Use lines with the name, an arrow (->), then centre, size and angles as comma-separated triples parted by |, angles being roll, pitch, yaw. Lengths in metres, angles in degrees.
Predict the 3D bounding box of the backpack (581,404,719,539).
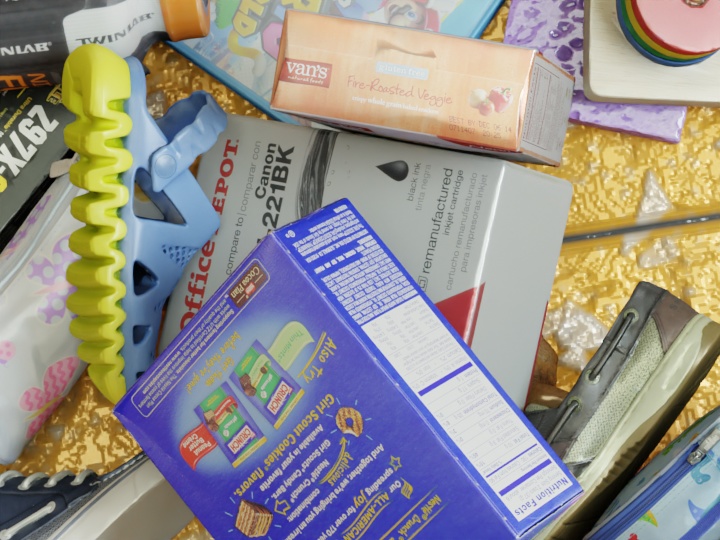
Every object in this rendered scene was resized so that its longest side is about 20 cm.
backpack -> 0.203, 0.160, 1.551 | 0.147, 0.183, 0.200 | 43, 98, 11

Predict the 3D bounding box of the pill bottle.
pill bottle -> -0.185, -0.154, 1.609 | 0.199, 0.106, 0.107 | -6, 82, 3

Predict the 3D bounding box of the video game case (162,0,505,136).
video game case -> -0.033, -0.163, 1.690 | 0.200, 0.018, 0.143 | 35, 86, 7

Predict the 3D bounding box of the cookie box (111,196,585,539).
cookie box -> -0.009, 0.094, 1.498 | 0.200, 0.075, 0.171 | 51, 129, 9

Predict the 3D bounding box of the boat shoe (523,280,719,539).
boat shoe -> 0.115, 0.095, 1.555 | 0.065, 0.073, 0.200 | 40, 91, 17

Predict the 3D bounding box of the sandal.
sandal -> -0.115, -0.023, 1.573 | 0.087, 0.079, 0.201 | -3, 104, -23

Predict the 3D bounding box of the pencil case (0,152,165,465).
pencil case -> -0.177, 0.013, 1.640 | 0.083, 0.091, 0.200 | 35, 88, 25

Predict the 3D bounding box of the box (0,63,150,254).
box -> -0.247, -0.090, 1.682 | 0.160, 0.049, 0.200 | 38, 87, 5

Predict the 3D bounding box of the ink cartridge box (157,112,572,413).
ink cartridge box -> 0.000, 0.000, 1.590 | 0.199, 0.084, 0.145 | 11, 88, 34

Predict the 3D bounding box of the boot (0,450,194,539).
boot -> -0.172, 0.136, 1.640 | 0.200, 0.073, 0.090 | -38, 63, -12

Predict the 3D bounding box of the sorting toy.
sorting toy -> 0.231, -0.194, 1.624 | 0.199, 0.070, 0.200 | 2, 85, -8

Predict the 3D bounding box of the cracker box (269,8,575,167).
cracker box -> 0.038, -0.096, 1.560 | 0.133, 0.200, 0.058 | 10, 91, 10

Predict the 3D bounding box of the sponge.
sponge -> 0.147, -0.180, 1.673 | 0.111, 0.030, 0.201 | 10, 84, 6

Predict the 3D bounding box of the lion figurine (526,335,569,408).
lion figurine -> 0.075, 0.109, 1.621 | 0.122, 0.072, 0.201 | 13, 86, 8
